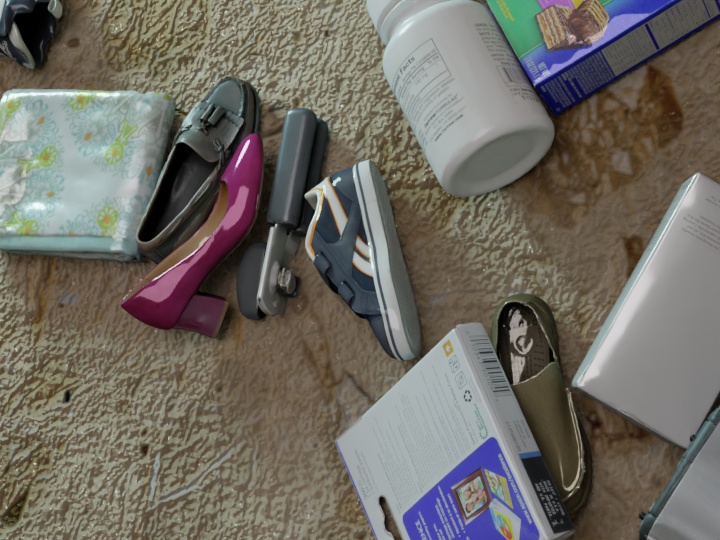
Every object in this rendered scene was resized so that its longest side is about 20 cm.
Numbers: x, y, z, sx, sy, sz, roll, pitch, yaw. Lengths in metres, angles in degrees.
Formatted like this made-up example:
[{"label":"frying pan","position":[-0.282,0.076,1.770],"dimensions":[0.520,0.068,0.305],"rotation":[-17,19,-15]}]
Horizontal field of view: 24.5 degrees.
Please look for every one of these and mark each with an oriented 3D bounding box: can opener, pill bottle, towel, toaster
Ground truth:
[{"label":"can opener","position":[-0.076,-0.054,1.561],"dimensions":[0.066,0.053,0.202],"rotation":[8,79,25]},{"label":"pill bottle","position":[0.084,-0.178,1.495],"dimensions":[0.114,0.114,0.201],"rotation":[-31,67,12]},{"label":"towel","position":[-0.289,-0.098,1.664],"dimensions":[0.198,0.048,0.173],"rotation":[4,78,23]},{"label":"toaster","position":[0.313,0.167,1.261],"dimensions":[0.118,0.200,0.182],"rotation":[33,89,31]}]

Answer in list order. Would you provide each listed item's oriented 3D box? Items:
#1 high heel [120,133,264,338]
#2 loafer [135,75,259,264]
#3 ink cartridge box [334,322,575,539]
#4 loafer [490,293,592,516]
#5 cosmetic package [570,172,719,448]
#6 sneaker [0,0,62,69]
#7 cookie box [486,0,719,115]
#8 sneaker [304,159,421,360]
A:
[{"label":"high heel","position":[-0.154,-0.041,1.559],"dimensions":[0.095,0.067,0.202],"rotation":[17,84,-16]},{"label":"loafer","position":[-0.157,-0.098,1.601],"dimensions":[0.071,0.063,0.202],"rotation":[20,84,26]},{"label":"ink cartridge box","position":[0.076,0.181,1.419],"dimensions":[0.200,0.043,0.200],"rotation":[-45,59,41]},{"label":"loafer","position":[0.145,0.112,1.416],"dimensions":[0.075,0.067,0.202],"rotation":[-20,69,16]},{"label":"cosmetic package","position":[0.266,0.034,1.363],"dimensions":[0.107,0.085,0.201],"rotation":[31,89,4]},{"label":"sneaker","position":[-0.392,-0.247,1.728],"dimensions":[0.198,0.080,0.130],"rotation":[-30,58,1]},{"label":"cookie box","position":[0.214,-0.268,1.488],"dimensions":[0.199,0.075,0.172],"rotation":[-31,65,11]},{"label":"sneaker","position":[0.000,0.000,1.503],"dimensions":[0.079,0.079,0.202],"rotation":[-20,58,11]}]
